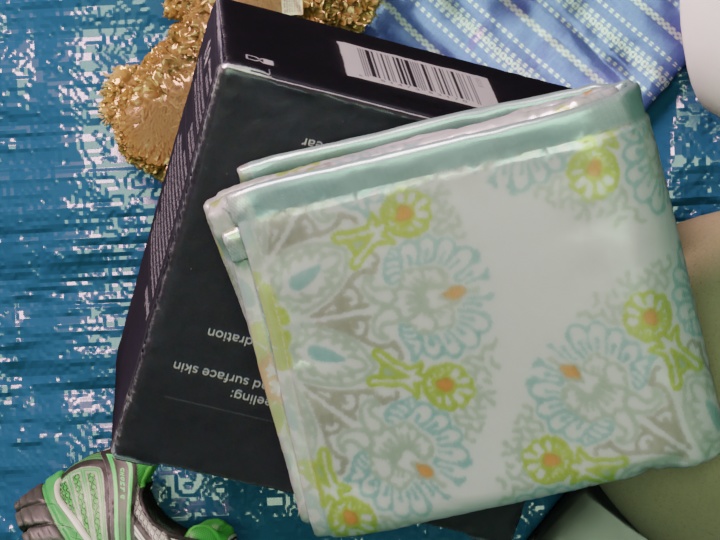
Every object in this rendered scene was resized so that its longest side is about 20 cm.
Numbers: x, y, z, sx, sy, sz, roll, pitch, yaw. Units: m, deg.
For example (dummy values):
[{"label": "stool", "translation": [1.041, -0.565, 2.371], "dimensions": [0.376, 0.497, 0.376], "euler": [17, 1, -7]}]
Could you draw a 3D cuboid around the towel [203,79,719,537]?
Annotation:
[{"label": "towel", "translation": [0.045, 0.019, 1.278], "dimensions": [0.199, 0.048, 0.172], "euler": [-13, 105, 11]}]

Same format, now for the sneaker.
[{"label": "sneaker", "translation": [-0.084, 0.173, 1.437], "dimensions": [0.085, 0.078, 0.200], "euler": [-36, 87, 1]}]

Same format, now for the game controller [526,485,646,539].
[{"label": "game controller", "translation": [0.103, 0.191, 1.451], "dimensions": [0.104, 0.042, 0.200], "euler": [40, 91, 18]}]

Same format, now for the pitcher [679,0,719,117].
[{"label": "pitcher", "translation": [0.265, -0.112, 1.403], "dimensions": [0.199, 0.172, 0.122], "euler": [-4, 59, 20]}]

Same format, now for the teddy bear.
[{"label": "teddy bear", "translation": [-0.043, -0.126, 1.444], "dimensions": [0.144, 0.067, 0.201], "euler": [20, 89, 13]}]

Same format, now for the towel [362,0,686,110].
[{"label": "towel", "translation": [0.104, -0.144, 1.460], "dimensions": [0.145, 0.024, 0.200], "euler": [41, 91, 2]}]

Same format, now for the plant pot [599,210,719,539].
[{"label": "plant pot", "translation": [0.172, 0.052, 1.376], "dimensions": [0.134, 0.200, 0.201], "euler": [17, 90, 16]}]

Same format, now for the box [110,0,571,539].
[{"label": "box", "translation": [0.000, 0.000, 1.370], "dimensions": [0.196, 0.118, 0.201], "euler": [14, 109, -10]}]
